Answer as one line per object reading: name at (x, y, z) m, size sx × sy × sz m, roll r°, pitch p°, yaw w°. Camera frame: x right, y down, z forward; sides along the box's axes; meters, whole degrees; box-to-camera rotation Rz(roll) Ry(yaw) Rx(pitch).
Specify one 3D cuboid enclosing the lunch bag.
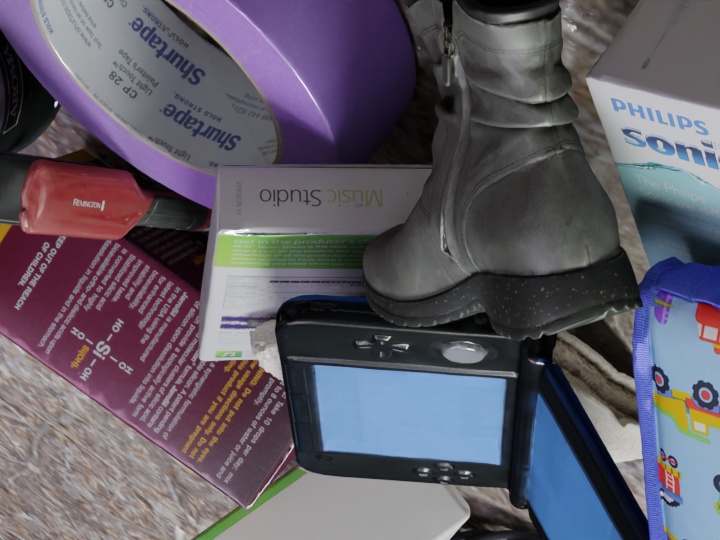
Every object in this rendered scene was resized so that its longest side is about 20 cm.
lunch bag at (0.178, 0.081, 0.862) m, size 0.150 × 0.094 × 0.200 m, roll 19°, pitch 142°, yaw 36°

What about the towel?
towel at (0.052, 0.059, 1.131) m, size 0.132 × 0.035 × 0.200 m, roll -11°, pitch 153°, yaw 32°

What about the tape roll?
tape roll at (-0.075, -0.111, 1.071) m, size 0.200 × 0.066 × 0.200 m, roll 29°, pitch 156°, yaw 15°

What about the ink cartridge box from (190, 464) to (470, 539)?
ink cartridge box at (-0.031, 0.174, 1.391) m, size 0.084 × 0.145 × 0.200 m, roll 52°, pitch 161°, yaw 10°

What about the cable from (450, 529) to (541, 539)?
cable at (0.102, 0.221, 1.446) m, size 0.163 × 0.051 × 0.200 m, roll 42°, pitch 156°, yaw -12°

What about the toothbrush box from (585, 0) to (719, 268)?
toothbrush box at (0.184, -0.018, 0.869) m, size 0.146 × 0.085 × 0.200 m, roll 18°, pitch 151°, yaw 35°

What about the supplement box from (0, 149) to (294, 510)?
supplement box at (-0.107, 0.028, 1.282) m, size 0.200 × 0.086 × 0.110 m, roll 35°, pitch -168°, yaw 3°

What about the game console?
game console at (0.047, 0.103, 1.046) m, size 0.170 × 0.119 × 0.200 m, roll 4°, pitch 156°, yaw 3°

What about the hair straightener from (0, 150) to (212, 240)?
hair straightener at (-0.130, -0.041, 1.172) m, size 0.077 × 0.041 × 0.200 m, roll 12°, pitch -171°, yaw 29°

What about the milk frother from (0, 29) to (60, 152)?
milk frother at (-0.273, -0.101, 1.142) m, size 0.199 × 0.188 × 0.181 m, roll -16°, pitch 103°, yaw 19°

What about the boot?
boot at (0.044, -0.048, 0.903) m, size 0.200 × 0.067 × 0.131 m, roll -176°, pitch 72°, yaw -70°

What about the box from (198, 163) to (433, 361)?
box at (0.000, 0.000, 1.093) m, size 0.144 × 0.036 × 0.200 m, roll 0°, pitch 163°, yaw -7°
